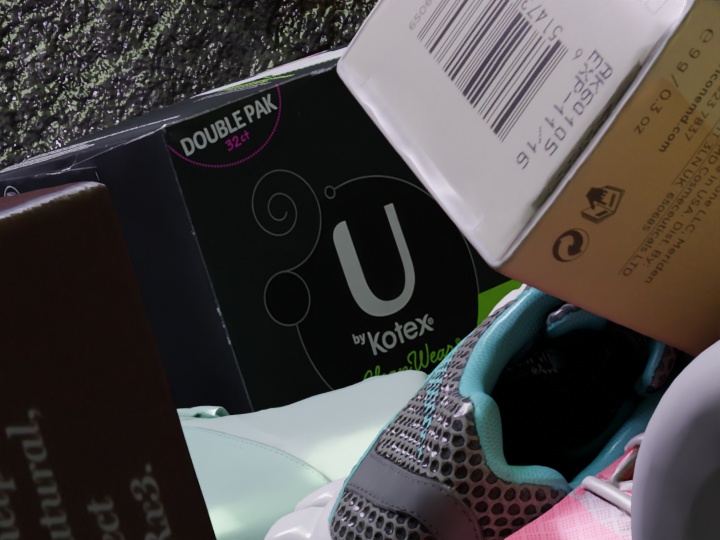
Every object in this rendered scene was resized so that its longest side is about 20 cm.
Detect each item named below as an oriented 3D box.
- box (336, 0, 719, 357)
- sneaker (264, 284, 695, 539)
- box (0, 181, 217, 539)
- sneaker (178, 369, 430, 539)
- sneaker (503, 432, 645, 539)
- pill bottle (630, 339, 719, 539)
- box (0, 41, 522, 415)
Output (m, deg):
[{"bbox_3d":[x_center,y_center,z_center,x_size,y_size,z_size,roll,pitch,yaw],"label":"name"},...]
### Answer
[{"bbox_3d":[0.103,-0.024,0.682,0.200,0.078,0.095,23,20,-38],"label":"box"},{"bbox_3d":[0.060,0.032,0.716,0.200,0.078,0.091,-44,-5,-48],"label":"sneaker"},{"bbox_3d":[-0.138,0.094,0.494,0.164,0.167,0.200,-22,9,-42],"label":"box"},{"bbox_3d":[-0.028,0.067,0.826,0.118,0.074,0.200,-22,14,-16],"label":"sneaker"},{"bbox_3d":[0.093,0.038,0.624,0.200,0.087,0.074,-20,29,-24],"label":"sneaker"},{"bbox_3d":[0.153,0.030,0.545,0.200,0.105,0.104,-23,9,-36],"label":"pill bottle"},{"bbox_3d":[0.000,0.000,0.969,0.200,0.149,0.124,-23,7,-36],"label":"box"}]
